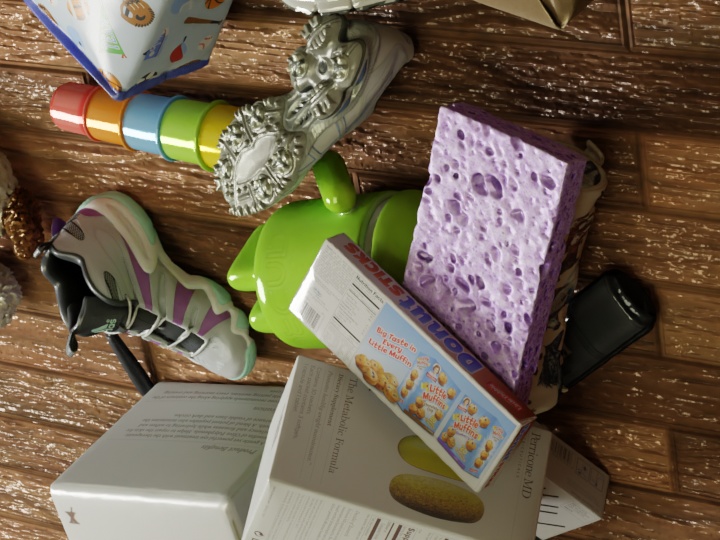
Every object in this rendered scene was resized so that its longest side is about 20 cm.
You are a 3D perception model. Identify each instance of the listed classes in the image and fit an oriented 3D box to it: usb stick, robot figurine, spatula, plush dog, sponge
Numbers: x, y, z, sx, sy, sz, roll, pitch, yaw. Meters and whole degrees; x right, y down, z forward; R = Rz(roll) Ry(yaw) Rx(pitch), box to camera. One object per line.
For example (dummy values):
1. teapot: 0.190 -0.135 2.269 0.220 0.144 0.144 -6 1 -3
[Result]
1. usb stick: 0.150 0.064 1.676 0.056 0.033 0.200 49 135 0
2. robot figurine: 0.000 0.000 1.678 0.199 0.116 0.176 -5 124 34
3. spatula: -0.219 0.039 1.913 0.020 0.057 0.201 -20 119 5
4. plush dog: -0.368 -0.045 1.906 0.200 0.160 0.172 43 111 3
5. sponge: 0.086 -0.007 1.544 0.111 0.030 0.201 27 119 30

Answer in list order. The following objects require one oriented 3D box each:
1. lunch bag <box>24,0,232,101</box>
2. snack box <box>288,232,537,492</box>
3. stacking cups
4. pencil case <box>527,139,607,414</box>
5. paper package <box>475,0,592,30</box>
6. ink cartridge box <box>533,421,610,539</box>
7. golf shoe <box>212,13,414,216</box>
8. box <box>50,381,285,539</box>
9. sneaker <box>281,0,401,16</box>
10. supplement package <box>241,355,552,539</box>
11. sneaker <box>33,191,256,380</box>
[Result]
1. lunch bag: -0.190 -0.258 1.642 0.200 0.124 0.170 48 136 18
2. snack box: 0.035 0.065 1.573 0.200 0.024 0.072 44 125 19
3. stacking cups: -0.163 -0.118 1.755 0.199 0.060 0.061 14 126 28
4. pencil case: 0.125 0.004 1.596 0.078 0.089 0.201 31 122 39
5. paper package: 0.096 -0.257 1.381 0.190 0.200 0.104 24 130 21
6. ink cartridge box: 0.092 0.139 1.708 0.200 0.044 0.094 37 139 -26
7. golf shoe: -0.031 -0.109 1.638 0.200 0.097 0.079 -45 65 39
8. box: -0.116 0.222 1.872 0.198 0.171 0.201 0 119 35
9. sneaker: 0.020 -0.234 1.547 0.199 0.078 0.091 -6 106 33
10. supplement package: 0.027 0.161 1.626 0.199 0.114 0.110 16 144 -5
11. sneaker: -0.190 0.041 1.823 0.200 0.140 0.078 43 134 3
